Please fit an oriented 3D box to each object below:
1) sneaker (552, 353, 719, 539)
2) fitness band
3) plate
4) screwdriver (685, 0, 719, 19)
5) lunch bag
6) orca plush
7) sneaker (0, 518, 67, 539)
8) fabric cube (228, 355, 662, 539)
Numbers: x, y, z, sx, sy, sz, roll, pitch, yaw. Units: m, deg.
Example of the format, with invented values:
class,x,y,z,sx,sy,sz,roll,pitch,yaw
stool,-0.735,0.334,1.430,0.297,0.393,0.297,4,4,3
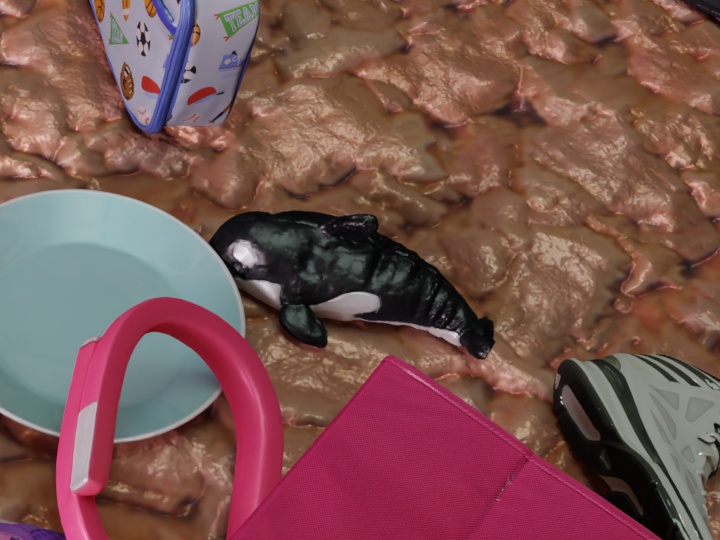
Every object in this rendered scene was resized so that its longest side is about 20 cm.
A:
class,x,y,z,sx,sy,sz,roll,pitch,yaw
sneaker,0.213,0.126,1.400,0.115,0.076,0.201,-10,53,-22
fitness band,-0.110,0.111,1.302,0.143,0.037,0.201,32,48,-32
plate,-0.172,0.031,1.398,0.199,0.026,0.201,9,50,-10
screwdriver,0.343,-0.189,1.728,0.199,0.029,0.028,21,48,8
lunch bag,-0.135,-0.207,1.517,0.075,0.161,0.201,-9,55,-23
orca plush,0.000,0.000,1.444,0.199,0.071,0.105,30,49,8
sneaker,-0.235,0.157,1.233,0.199,0.089,0.081,11,46,-11
fabric cube,0.018,0.211,1.194,0.199,0.197,0.199,34,52,11
